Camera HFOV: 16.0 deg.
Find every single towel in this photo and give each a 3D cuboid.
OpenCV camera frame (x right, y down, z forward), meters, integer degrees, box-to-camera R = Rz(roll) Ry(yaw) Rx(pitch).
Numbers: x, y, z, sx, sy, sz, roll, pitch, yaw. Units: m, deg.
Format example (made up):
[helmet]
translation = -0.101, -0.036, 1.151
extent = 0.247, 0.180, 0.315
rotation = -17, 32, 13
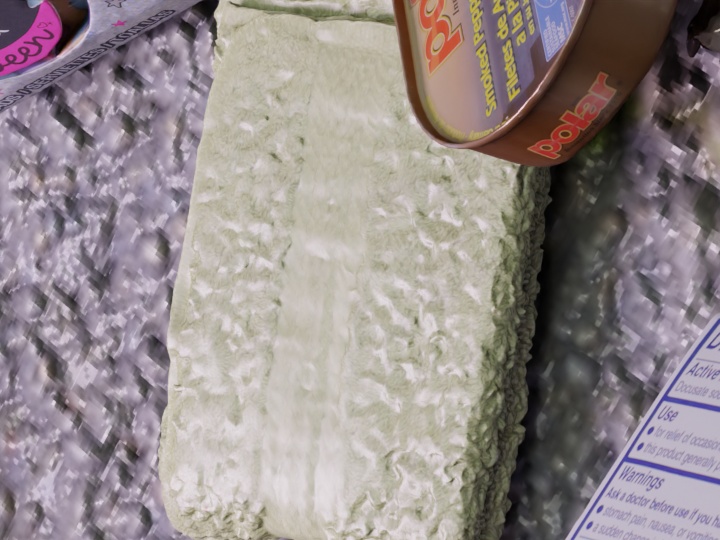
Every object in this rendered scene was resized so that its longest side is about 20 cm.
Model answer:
[towel]
translation = 0.000, 0.000, 0.883
extent = 0.148, 0.036, 0.202
rotation = 6, 88, 35

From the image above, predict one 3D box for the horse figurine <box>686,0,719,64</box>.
[horse figurine]
translation = 0.113, -0.162, 0.753
extent = 0.050, 0.133, 0.202
rotation = -7, 94, 5

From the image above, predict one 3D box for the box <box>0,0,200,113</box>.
[box]
translation = -0.120, -0.155, 0.922
extent = 0.199, 0.114, 0.133
rotation = -25, 63, 33

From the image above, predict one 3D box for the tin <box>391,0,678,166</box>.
[tin]
translation = 0.050, -0.121, 0.809
extent = 0.112, 0.042, 0.201
rotation = -44, 40, 38

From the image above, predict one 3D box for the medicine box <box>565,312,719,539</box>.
[medicine box]
translation = 0.122, 0.122, 0.657
extent = 0.201, 0.103, 0.182
rotation = -55, 23, -12
